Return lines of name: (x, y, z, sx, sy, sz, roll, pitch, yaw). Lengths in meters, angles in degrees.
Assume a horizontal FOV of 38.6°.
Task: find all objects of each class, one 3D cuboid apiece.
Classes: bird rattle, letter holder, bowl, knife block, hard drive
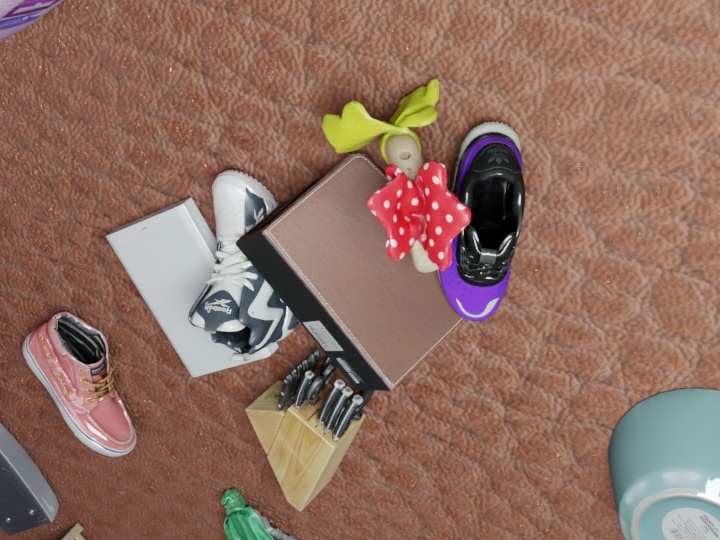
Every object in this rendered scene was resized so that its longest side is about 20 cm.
bird rattle: (0.052, -0.069, 0.915, 0.113, 0.200, 0.163, -23, 142, -2)
letter holder: (0.000, 0.000, 1.035, 0.200, 0.142, 0.101, 51, 160, -10)
bowl: (0.326, 0.225, 0.984, 0.201, 0.105, 0.201, 14, 125, 20)
knife block: (-0.036, 0.183, 1.154, 0.175, 0.064, 0.200, -1, 119, 43)
hard drive: (-0.195, 0.024, 1.188, 0.132, 0.026, 0.200, -18, 109, 35)
hard drive: (-0.539, 0.296, 1.524, 0.135, 0.042, 0.200, -24, 105, 36)

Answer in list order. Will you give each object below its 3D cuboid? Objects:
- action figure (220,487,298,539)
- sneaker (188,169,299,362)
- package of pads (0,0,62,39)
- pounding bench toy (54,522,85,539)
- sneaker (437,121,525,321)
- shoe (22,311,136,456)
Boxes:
action figure: (-0.120, 0.370, 1.341, 0.118, 0.055, 0.200, -29, 95, 39)
sneaker: (-0.131, 0.006, 1.076, 0.079, 0.130, 0.199, 6, 121, 24)
package of pads: (-0.339, -0.291, 1.011, 0.200, 0.121, 0.076, -21, 102, 36)
pounding bench toy: (-0.453, 0.509, 1.556, 0.156, 0.124, 0.200, 47, 129, -6)
sneaker: (0.109, -0.025, 0.938, 0.069, 0.100, 0.200, 1, 121, -1)
shoe: (-0.344, 0.146, 1.311, 0.091, 0.071, 0.200, -34, 95, 44)
